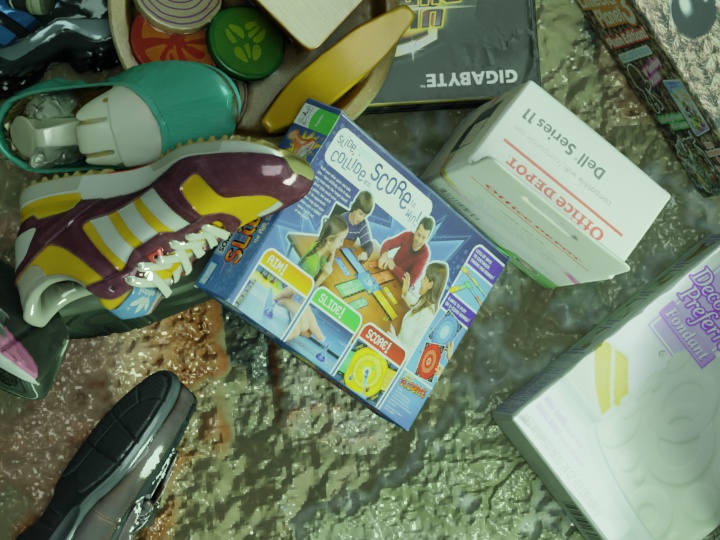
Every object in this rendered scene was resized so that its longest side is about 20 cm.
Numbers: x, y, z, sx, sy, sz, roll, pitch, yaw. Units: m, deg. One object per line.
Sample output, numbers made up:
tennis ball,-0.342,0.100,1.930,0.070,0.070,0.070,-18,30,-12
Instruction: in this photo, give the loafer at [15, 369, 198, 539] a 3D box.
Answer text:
loafer,-0.162,0.156,1.394,0.063,0.072,0.200,38,88,-27

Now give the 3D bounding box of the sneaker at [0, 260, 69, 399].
sneaker,-0.269,0.028,1.355,0.200,0.080,0.086,32,120,18

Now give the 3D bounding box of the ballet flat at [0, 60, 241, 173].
ballet flat,-0.155,-0.085,1.334,0.070,0.200,0.067,-29,108,-38

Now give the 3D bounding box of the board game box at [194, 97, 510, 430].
board game box,0.000,0.000,1.381,0.200,0.034,0.135,39,79,-45

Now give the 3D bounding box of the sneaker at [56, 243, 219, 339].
sneaker,-0.136,-0.029,1.399,0.199,0.076,0.114,-23,75,1

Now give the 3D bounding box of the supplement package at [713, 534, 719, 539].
supplement package,0.351,0.192,1.410,0.152,0.200,0.151,-40,95,-9

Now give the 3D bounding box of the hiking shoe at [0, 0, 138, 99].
hiking shoe,-0.225,-0.158,1.393,0.200,0.074,0.087,-16,82,-19

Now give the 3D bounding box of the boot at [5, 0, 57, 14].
boot,-0.260,-0.228,1.349,0.154,0.074,0.204,-4,49,-7

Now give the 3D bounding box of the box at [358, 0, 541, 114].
box,0.013,-0.183,1.442,0.200,0.049,0.160,-3,86,-10

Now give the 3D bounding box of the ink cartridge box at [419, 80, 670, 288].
ink cartridge box,0.116,-0.052,1.377,0.117,0.200,0.067,39,82,-7

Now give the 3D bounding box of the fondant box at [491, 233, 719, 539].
fondant box,0.210,0.090,1.462,0.200,0.058,0.144,-39,94,-11

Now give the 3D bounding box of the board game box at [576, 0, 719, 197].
board game box,0.251,-0.175,1.460,0.159,0.097,0.200,-35,94,-10

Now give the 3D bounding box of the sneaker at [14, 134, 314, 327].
sneaker,-0.114,-0.017,1.291,0.200,0.075,0.090,-12,67,30

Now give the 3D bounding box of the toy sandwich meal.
toy sandwich meal,-0.056,-0.171,1.362,0.205,0.070,0.205,2,82,-12
